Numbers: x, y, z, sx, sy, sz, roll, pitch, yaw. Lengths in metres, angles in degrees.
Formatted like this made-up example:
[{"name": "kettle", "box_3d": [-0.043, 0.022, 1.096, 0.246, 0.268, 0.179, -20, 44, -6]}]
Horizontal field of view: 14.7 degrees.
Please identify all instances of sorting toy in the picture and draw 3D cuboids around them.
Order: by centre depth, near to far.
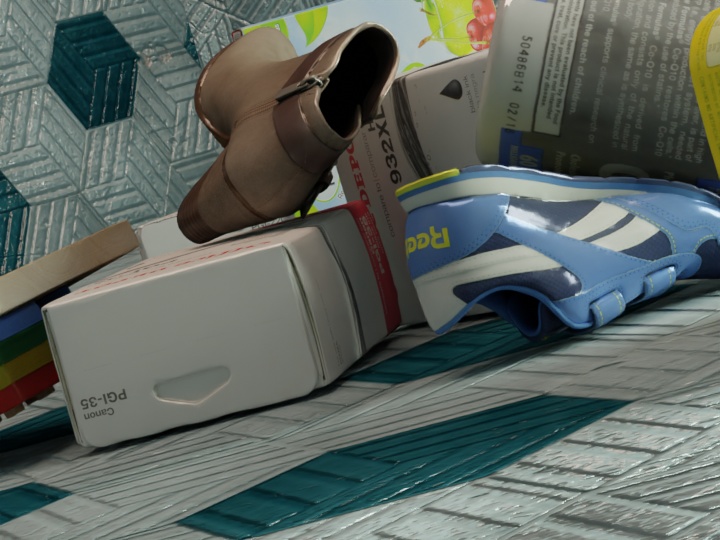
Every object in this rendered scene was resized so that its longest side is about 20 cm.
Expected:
[{"name": "sorting toy", "box_3d": [-0.232, 0.062, 1.594, 0.200, 0.070, 0.199, -29, 1, 22]}]

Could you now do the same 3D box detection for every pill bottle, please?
[{"name": "pill bottle", "box_3d": [0.166, -0.089, 1.418, 0.200, 0.114, 0.114, 11, 9, 7]}]

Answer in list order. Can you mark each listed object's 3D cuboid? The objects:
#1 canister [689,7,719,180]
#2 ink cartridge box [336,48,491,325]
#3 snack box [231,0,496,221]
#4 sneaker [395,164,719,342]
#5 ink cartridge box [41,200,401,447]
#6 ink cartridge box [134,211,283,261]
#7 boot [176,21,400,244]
[{"name": "canister", "box_3d": [0.243, -0.069, 1.188, 0.086, 0.149, 0.200, -19, 4, -35]}, {"name": "ink cartridge box", "box_3d": [0.079, -0.053, 1.593, 0.084, 0.145, 0.200, -20, 6, -34]}, {"name": "snack box", "box_3d": [0.023, -0.084, 1.828, 0.168, 0.200, 0.068, -16, 4, -7]}, {"name": "sneaker", "box_3d": [0.112, -0.003, 1.378, 0.200, 0.082, 0.074, 3, -14, -18]}, {"name": "ink cartridge box", "box_3d": [-0.072, 0.027, 1.540, 0.146, 0.083, 0.200, -15, 4, 13]}, {"name": "ink cartridge box", "box_3d": [-0.072, -0.028, 2.241, 0.145, 0.085, 0.200, -15, 3, 21]}, {"name": "boot", "box_3d": [-0.033, -0.099, 1.583, 0.146, 0.070, 0.200, -35, 28, 40]}]
